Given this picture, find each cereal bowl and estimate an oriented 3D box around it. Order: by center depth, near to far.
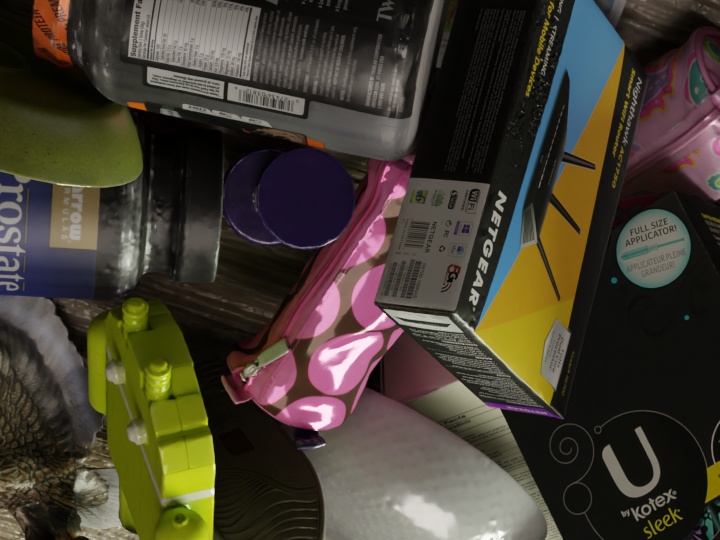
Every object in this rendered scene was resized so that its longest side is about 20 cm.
[{"bbox_3d":[0.013,0.151,1.593,0.199,0.084,0.200,28,160,11],"label":"cereal bowl"}]

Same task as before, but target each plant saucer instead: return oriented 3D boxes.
[{"bbox_3d":[-0.198,-0.101,1.309,0.199,0.200,0.031,18,107,-22],"label":"plant saucer"}]

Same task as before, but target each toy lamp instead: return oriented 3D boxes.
[{"bbox_3d":[-0.043,-0.041,1.393,0.058,0.059,0.200,5,179,-9],"label":"toy lamp"}]

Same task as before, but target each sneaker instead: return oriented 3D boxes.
[{"bbox_3d":[-0.072,0.147,1.539,0.074,0.200,0.107,-12,130,-17],"label":"sneaker"}]

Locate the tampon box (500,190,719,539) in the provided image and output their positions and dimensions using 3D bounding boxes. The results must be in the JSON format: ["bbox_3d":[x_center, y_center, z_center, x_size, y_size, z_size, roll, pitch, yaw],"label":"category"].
[{"bbox_3d":[0.178,0.083,1.410,0.149,0.201,0.126,-34,161,20],"label":"tampon box"}]

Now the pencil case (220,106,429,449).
[{"bbox_3d":[0.000,0.000,1.461,0.093,0.091,0.201,7,124,-44],"label":"pencil case"}]

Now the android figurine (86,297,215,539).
[{"bbox_3d":[-0.118,0.102,1.460,0.041,0.183,0.201,-12,140,-14],"label":"android figurine"}]

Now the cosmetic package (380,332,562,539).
[{"bbox_3d":[0.103,0.096,1.620,0.105,0.071,0.200,-20,136,20],"label":"cosmetic package"}]

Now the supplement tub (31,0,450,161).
[{"bbox_3d":[-0.058,-0.132,1.297,0.198,0.123,0.123,13,138,4],"label":"supplement tub"}]

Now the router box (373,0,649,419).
[{"bbox_3d":[0.082,-0.044,1.318,0.051,0.202,0.149,6,161,29],"label":"router box"}]

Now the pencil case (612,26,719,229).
[{"bbox_3d":[0.146,-0.052,1.448,0.087,0.088,0.200,32,127,-33],"label":"pencil case"}]

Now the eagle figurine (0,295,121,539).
[{"bbox_3d":[-0.227,0.105,1.572,0.151,0.201,0.151,-30,168,-11],"label":"eagle figurine"}]

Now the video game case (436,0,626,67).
[{"bbox_3d":[0.063,-0.182,1.345,0.180,0.022,0.201,7,137,-11],"label":"video game case"}]

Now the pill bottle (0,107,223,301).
[{"bbox_3d":[-0.177,-0.041,1.419,0.198,0.112,0.112,3,138,-6],"label":"pill bottle"}]
